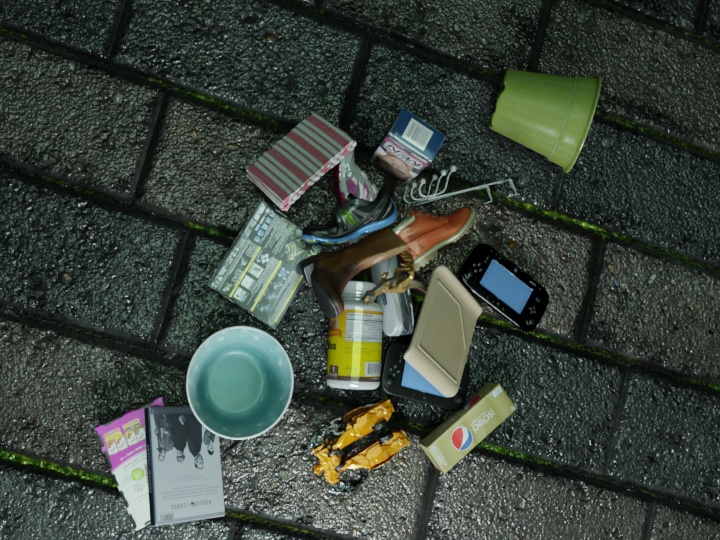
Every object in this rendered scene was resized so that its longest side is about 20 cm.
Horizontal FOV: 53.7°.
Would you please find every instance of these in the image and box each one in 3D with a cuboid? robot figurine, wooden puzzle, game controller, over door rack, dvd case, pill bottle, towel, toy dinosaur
[{"bbox_3d":[-0.008,0.345,1.400,0.197,0.058,0.148,-27,90,-12],"label":"robot figurine"},{"bbox_3d":[0.162,0.121,1.404,0.185,0.037,0.203,43,61,-40],"label":"wooden puzzle"},{"bbox_3d":[0.131,0.213,1.429,0.196,0.042,0.107,17,84,-20],"label":"game controller"},{"bbox_3d":[0.195,-0.171,1.436,0.194,0.148,0.069,-3,91,-9],"label":"over door rack"},{"bbox_3d":[0.300,0.035,1.481,0.198,0.042,0.105,36,81,-6],"label":"game controller"},{"bbox_3d":[-0.320,0.351,1.297,0.148,0.024,0.205,11,64,-47],"label":"dvd case"},{"bbox_3d":[-0.010,0.126,1.392,0.106,0.109,0.206,4,84,-9],"label":"pill bottle"},{"bbox_3d":[-0.119,-0.220,1.409,0.199,0.030,0.146,-42,53,-10],"label":"towel"},{"bbox_3d":[0.082,0.023,1.379,0.196,0.108,0.061,-2,41,-35],"label":"toy dinosaur"}]

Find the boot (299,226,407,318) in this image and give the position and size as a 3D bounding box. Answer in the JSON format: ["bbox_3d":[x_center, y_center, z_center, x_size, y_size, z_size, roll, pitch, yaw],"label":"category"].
[{"bbox_3d":[0.000,0.000,1.336,0.196,0.188,0.070,-22,116,-9],"label":"boot"}]

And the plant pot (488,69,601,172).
[{"bbox_3d":[0.371,-0.329,1.474,0.186,0.200,0.205,18,82,6],"label":"plant pot"}]

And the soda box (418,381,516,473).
[{"bbox_3d":[0.216,0.314,1.436,0.199,0.068,0.065,-38,92,-11],"label":"soda box"}]

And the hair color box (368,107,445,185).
[{"bbox_3d":[0.087,-0.237,1.393,0.099,0.200,0.061,32,80,-5],"label":"hair color box"}]

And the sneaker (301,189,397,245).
[{"bbox_3d":[-0.025,-0.101,1.363,0.196,0.071,0.085,-21,95,-16],"label":"sneaker"}]

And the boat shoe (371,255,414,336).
[{"bbox_3d":[0.072,0.030,1.438,0.067,0.071,0.205,1,72,-36],"label":"boat shoe"}]

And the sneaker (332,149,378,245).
[{"bbox_3d":[-0.005,-0.157,1.438,0.086,0.081,0.206,-8,95,-12],"label":"sneaker"}]

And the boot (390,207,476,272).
[{"bbox_3d":[0.149,-0.091,1.445,0.198,0.075,0.108,-35,91,-24],"label":"boot"}]

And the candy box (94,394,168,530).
[{"bbox_3d":[-0.393,0.355,1.330,0.134,0.061,0.204,-22,89,-13],"label":"candy box"}]

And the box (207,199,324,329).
[{"bbox_3d":[-0.184,-0.011,1.405,0.159,0.049,0.203,31,81,-5],"label":"box"}]

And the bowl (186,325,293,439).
[{"bbox_3d":[-0.232,0.212,1.340,0.196,0.105,0.206,4,78,-17],"label":"bowl"}]
